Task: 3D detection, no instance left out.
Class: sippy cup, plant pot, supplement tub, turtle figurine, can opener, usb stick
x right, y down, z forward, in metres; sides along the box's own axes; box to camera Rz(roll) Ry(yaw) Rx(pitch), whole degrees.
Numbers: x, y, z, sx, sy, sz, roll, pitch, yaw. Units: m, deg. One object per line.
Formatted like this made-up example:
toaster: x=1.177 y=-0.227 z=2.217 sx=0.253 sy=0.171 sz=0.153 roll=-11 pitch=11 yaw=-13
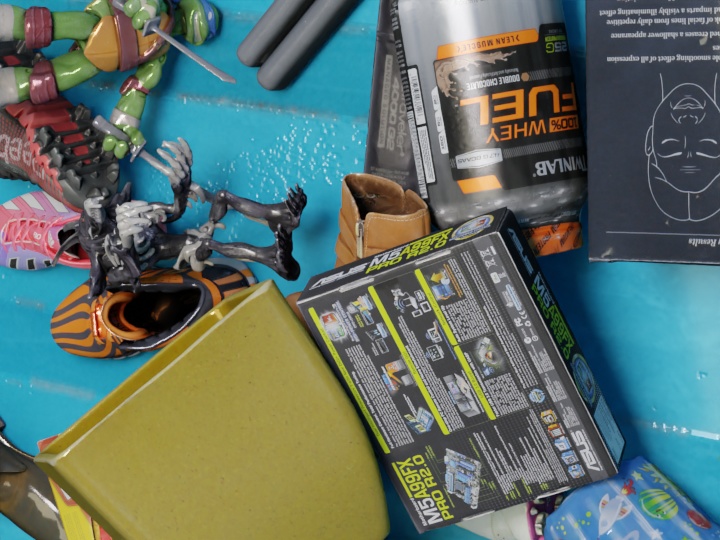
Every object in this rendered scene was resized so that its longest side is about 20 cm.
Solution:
sippy cup: x=0.201 y=0.207 z=1.499 sx=0.130 sy=0.178 sz=0.140 roll=53 pitch=163 yaw=25
plant pot: x=-0.090 y=0.148 z=1.530 sx=0.195 sy=0.194 sz=0.200 roll=-41 pitch=95 yaw=-12
supplement tub: x=0.095 y=-0.107 z=1.513 sx=0.122 sy=0.123 sz=0.200 roll=-9 pitch=93 yaw=31
turtle figurine: x=-0.195 y=-0.150 z=1.631 sx=0.194 sy=0.144 sz=0.200 roll=-7 pitch=76 yaw=-10
can opener: x=-0.029 y=-0.218 z=1.607 sx=0.053 sy=0.066 sz=0.200 roll=52 pitch=123 yaw=18
usb stick: x=0.033 y=-0.132 z=1.598 sx=0.055 sy=0.033 sz=0.200 roll=10 pitch=102 yaw=22

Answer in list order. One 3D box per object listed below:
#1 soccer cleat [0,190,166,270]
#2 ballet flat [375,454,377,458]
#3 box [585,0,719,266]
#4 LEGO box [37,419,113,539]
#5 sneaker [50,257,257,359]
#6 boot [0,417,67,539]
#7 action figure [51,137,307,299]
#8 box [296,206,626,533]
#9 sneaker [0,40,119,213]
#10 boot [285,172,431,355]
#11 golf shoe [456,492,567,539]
soccer cleat: x=-0.247 y=-0.030 z=1.745 sx=0.200 sy=0.076 sz=0.067 roll=1 pitch=98 yaw=34
ballet flat: x=-0.030 y=0.139 z=1.663 sx=0.200 sy=0.046 sz=0.067 roll=-46 pitch=75 yaw=27
box: x=0.239 y=-0.106 z=1.438 sx=0.148 sy=0.107 sz=0.200 roll=3 pitch=98 yaw=29
LEGO box: x=-0.155 y=0.207 z=1.686 sx=0.077 sy=0.149 sz=0.200 roll=-19 pitch=87 yaw=31
sneaker: x=-0.189 y=0.031 z=1.703 sx=0.200 sy=0.112 sz=0.078 roll=-16 pitch=89 yaw=31
boot: x=-0.314 y=0.185 z=1.806 sx=0.200 sy=0.097 sz=0.075 roll=40 pitch=115 yaw=20
action figure: x=-0.144 y=-0.039 z=1.604 sx=0.200 sy=0.119 sz=0.102 roll=1 pitch=135 yaw=14
box: x=0.071 y=0.072 z=1.481 sx=0.160 sy=0.044 sz=0.200 roll=-20 pitch=108 yaw=24
sneaker: x=-0.262 y=-0.101 z=1.740 sx=0.200 sy=0.071 sz=0.098 roll=48 pitch=131 yaw=32
boot: x=0.000 y=0.000 z=1.571 sx=0.200 sy=0.074 sz=0.155 roll=15 pitch=128 yaw=43
golf shoe: x=0.096 y=0.106 z=1.572 sx=0.091 sy=0.075 sz=0.200 roll=-2 pitch=95 yaw=34
